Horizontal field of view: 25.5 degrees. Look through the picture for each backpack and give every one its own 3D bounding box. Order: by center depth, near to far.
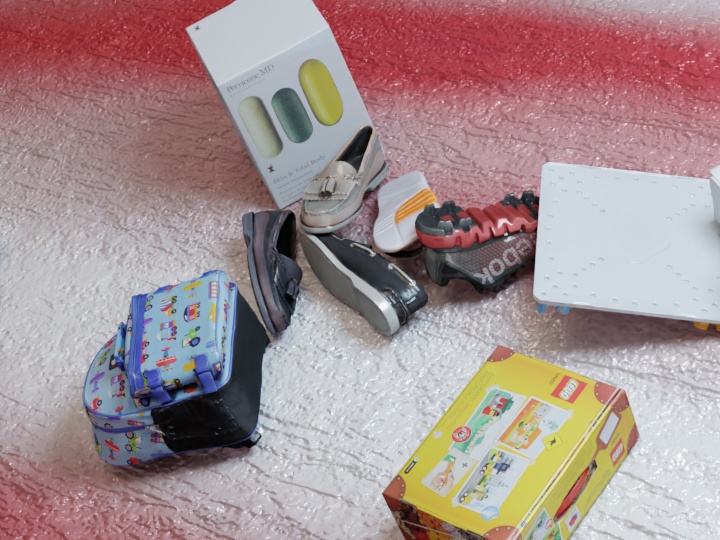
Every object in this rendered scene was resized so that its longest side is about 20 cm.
[{"bbox_3d":[-0.210,0.110,1.691,0.198,0.135,0.183,-15,41,16],"label":"backpack"}]

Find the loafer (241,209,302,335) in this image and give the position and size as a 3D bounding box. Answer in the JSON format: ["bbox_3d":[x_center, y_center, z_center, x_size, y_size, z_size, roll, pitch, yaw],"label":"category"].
[{"bbox_3d":[-0.094,-0.008,1.806,0.062,0.072,0.201,-18,38,2],"label":"loafer"}]

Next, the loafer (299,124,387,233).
[{"bbox_3d":[-0.023,-0.107,1.827,0.071,0.063,0.200,4,26,19],"label":"loafer"}]

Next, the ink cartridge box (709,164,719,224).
[{"bbox_3d":[0.466,-0.077,1.562,0.199,0.086,0.148,-30,53,-4],"label":"ink cartridge box"}]

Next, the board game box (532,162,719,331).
[{"bbox_3d":[0.278,-0.024,1.614,0.198,0.026,0.201,6,46,4],"label":"board game box"}]

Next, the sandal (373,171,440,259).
[{"bbox_3d":[0.061,-0.055,1.788,0.079,0.060,0.207,-25,19,11],"label":"sandal"}]

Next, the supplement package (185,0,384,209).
[{"bbox_3d":[-0.090,-0.216,1.918,0.151,0.201,0.151,-28,40,-2],"label":"supplement package"}]

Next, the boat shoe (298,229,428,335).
[{"bbox_3d":[0.000,0.000,1.744,0.060,0.074,0.200,-32,37,-17],"label":"boat shoe"}]

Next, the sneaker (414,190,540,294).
[{"bbox_3d":[0.153,-0.027,1.699,0.199,0.099,0.071,-8,27,-15],"label":"sneaker"}]

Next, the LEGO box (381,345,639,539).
[{"bbox_3d":[0.141,0.181,1.478,0.148,0.077,0.200,19,57,39],"label":"LEGO box"}]
